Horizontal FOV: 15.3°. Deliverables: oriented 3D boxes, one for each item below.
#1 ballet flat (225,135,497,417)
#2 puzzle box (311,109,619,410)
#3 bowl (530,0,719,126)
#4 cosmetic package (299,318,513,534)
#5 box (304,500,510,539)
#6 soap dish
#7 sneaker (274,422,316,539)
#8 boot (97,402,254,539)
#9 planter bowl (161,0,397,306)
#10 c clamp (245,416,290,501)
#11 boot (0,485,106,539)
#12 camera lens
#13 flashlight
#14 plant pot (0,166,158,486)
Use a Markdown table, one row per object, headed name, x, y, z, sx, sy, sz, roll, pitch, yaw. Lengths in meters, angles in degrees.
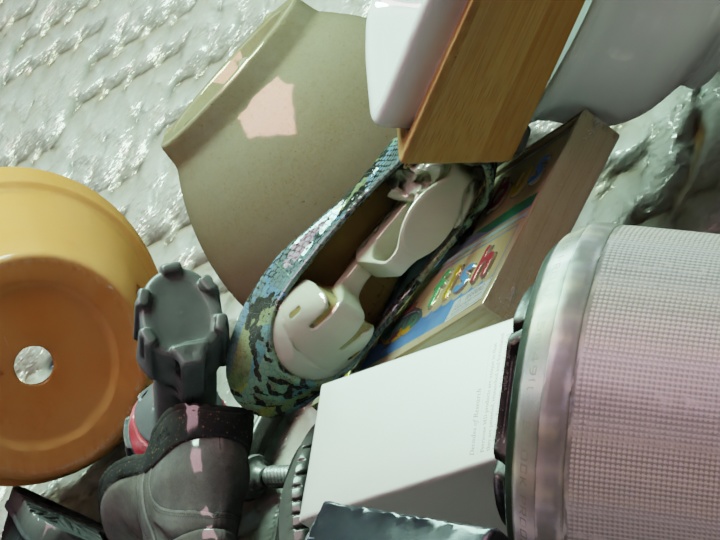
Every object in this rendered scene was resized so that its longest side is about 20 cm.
| name | x | y | z | sx | sy | sz | roll | pitch | yaw |
| --- | --- | --- | --- | --- | --- | --- | --- | --- | --- |
| ballet flat | 0.000 | 0.000 | 1.397 | 0.200 | 0.074 | 0.074 | -54 | 28 | 8 |
| puzzle box | 0.053 | 0.002 | 1.412 | 0.200 | 0.025 | 0.133 | -34 | 23 | 57 |
| bowl | 0.153 | -0.155 | 1.404 | 0.201 | 0.090 | 0.202 | -159 | 90 | -82 |
| cosmetic package | 0.079 | 0.087 | 1.314 | 0.200 | 0.107 | 0.085 | -23 | 46 | 40 |
| box | 0.033 | 0.234 | 1.109 | 0.124 | 0.200 | 0.197 | 0 | 55 | 52 |
| soap dish | 0.065 | -0.151 | 1.376 | 0.200 | 0.081 | 0.158 | -91 | 23 | -68 |
| sneaker | -0.027 | 0.167 | 1.390 | 0.082 | 0.073 | 0.201 | -42 | 30 | 44 |
| boot | -0.105 | 0.166 | 1.481 | 0.200 | 0.069 | 0.132 | 119 | 152 | -63 |
| planter bowl | -0.031 | -0.074 | 1.573 | 0.200 | 0.135 | 0.200 | -46 | 9 | 9 |
| c clamp | -0.012 | 0.095 | 1.514 | 0.200 | 0.027 | 0.171 | 0 | 55 | 53 |
| boot | -0.221 | 0.235 | 1.594 | 0.165 | 0.065 | 0.201 | -166 | 101 | -85 |
| camera lens | 0.163 | 0.067 | 1.106 | 0.199 | 0.160 | 0.160 | 6 | 52 | 15 |
| flashlight | -0.101 | 0.061 | 1.501 | 0.068 | 0.068 | 0.200 | -58 | -13 | -26 |
| plant pot | -0.206 | 0.046 | 1.632 | 0.200 | 0.200 | 0.140 | -49 | 18 | -2 |
